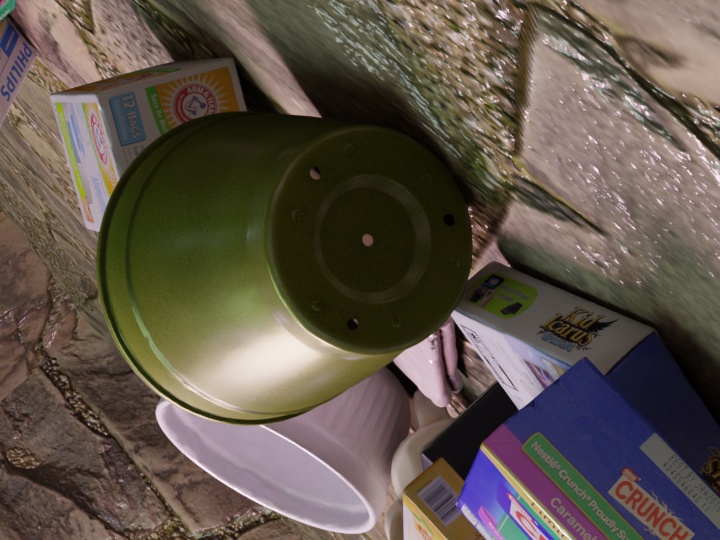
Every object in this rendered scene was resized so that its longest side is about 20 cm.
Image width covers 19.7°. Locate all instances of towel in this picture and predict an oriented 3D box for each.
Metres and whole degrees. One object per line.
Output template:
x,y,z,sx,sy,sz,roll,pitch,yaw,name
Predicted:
0.000,0.000,1.502,0.200,0.032,0.191,46,170,19,towel

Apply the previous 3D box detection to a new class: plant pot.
-0.032,-0.009,1.229,0.200,0.200,0.193,51,158,-13,plant pot

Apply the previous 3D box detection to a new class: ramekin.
-0.054,0.116,1.662,0.200,0.105,0.200,24,158,11,ramekin

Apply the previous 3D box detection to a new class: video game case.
0.153,0.096,1.180,0.200,0.045,0.181,54,168,-25,video game case

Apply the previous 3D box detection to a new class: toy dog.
0.078,0.205,1.648,0.194,0.139,0.200,57,174,22,toy dog

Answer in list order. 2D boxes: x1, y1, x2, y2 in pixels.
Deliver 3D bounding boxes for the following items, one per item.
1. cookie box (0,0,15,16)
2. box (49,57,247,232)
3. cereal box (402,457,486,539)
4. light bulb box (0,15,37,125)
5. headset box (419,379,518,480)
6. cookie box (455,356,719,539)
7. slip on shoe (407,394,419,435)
-0.389,-0.294,1.865,0.171,0.075,0.200,49,170,-5,cookie box
-0.148,-0.089,1.500,0.200,0.101,0.113,-164,58,-72,box
0.087,0.209,1.368,0.144,0.040,0.200,47,168,15,cereal box
-0.451,-0.214,2.053,0.125,0.198,0.200,-16,127,27,light bulb box
0.133,0.178,1.430,0.174,0.093,0.200,45,169,19,headset box
0.138,0.147,1.101,0.171,0.075,0.200,47,168,11,cookie box
0.009,0.121,1.781,0.200,0.061,0.076,47,169,8,slip on shoe
